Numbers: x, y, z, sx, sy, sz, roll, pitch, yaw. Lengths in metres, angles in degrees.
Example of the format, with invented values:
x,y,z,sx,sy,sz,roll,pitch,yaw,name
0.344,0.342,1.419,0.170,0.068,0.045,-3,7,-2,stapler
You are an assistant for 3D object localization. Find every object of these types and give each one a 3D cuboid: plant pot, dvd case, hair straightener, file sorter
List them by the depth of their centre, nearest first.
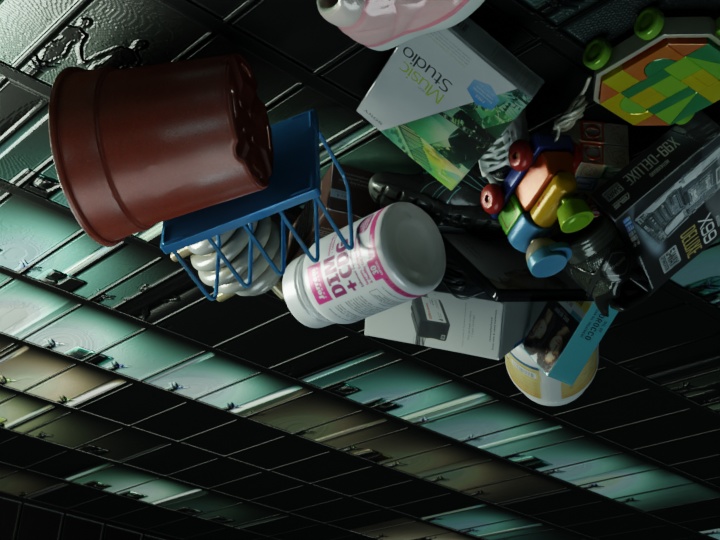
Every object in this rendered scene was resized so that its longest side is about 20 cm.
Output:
x,y,z,sx,sy,sz,roll,pitch,yaw,name
-0.207,-0.144,1.287,0.192,0.204,0.201,-11,151,11,plant pot
-0.117,-0.071,1.383,0.197,0.140,0.123,-20,134,16,file sorter
0.208,-0.004,1.456,0.197,0.143,0.018,1,119,-33,dvd case
0.099,-0.007,1.519,0.198,0.078,0.041,27,174,30,hair straightener

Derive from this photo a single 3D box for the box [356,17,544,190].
x,y,z,sx,sy,sz,roll,pitch,yaw,name
0.089,-0.184,1.241,0.144,0.036,0.200,39,150,0,box

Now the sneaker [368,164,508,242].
x,y,z,sx,sy,sz,roll,pitch,yaw,name
0.107,-0.094,1.446,0.197,0.080,0.076,15,159,-7,sneaker

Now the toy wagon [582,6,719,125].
x,y,z,sx,sy,sz,roll,pitch,yaw,name
0.333,-0.215,1.205,0.154,0.040,0.199,23,149,-32,toy wagon

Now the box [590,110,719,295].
x,y,z,sx,sy,sz,roll,pitch,yaw,name
0.365,-0.076,1.376,0.157,0.050,0.200,-39,144,2,box

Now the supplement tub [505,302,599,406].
x,y,z,sx,sy,sz,roll,pitch,yaw,name
0.282,0.108,1.737,0.142,0.147,0.201,-1,153,10,supplement tub

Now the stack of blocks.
x,y,z,sx,sy,sz,roll,pitch,yaw,name
0.273,-0.100,1.422,0.113,0.059,0.201,5,153,0,stack of blocks

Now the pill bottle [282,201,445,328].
x,y,z,sx,sy,sz,roll,pitch,yaw,name
0.000,0.000,1.444,0.112,0.115,0.199,25,147,-35,pill bottle

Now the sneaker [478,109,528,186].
x,y,z,sx,sy,sz,roll,pitch,yaw,name
0.153,-0.156,1.309,0.075,0.082,0.200,-4,151,20,sneaker

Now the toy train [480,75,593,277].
x,y,z,sx,sy,sz,roll,pitch,yaw,name
0.215,-0.094,1.253,0.083,0.117,0.201,-2,143,-29,toy train

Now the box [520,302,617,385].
x,y,z,sx,sy,sz,roll,pitch,yaw,name
0.296,0.044,1.555,0.049,0.082,0.202,21,106,-30,box

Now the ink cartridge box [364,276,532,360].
x,y,z,sx,sy,sz,roll,pitch,yaw,name
0.122,0.052,1.604,0.197,0.085,0.145,9,-166,23,ink cartridge box

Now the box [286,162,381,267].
x,y,z,sx,sy,sz,roll,pitch,yaw,name
-0.026,-0.056,1.546,0.099,0.076,0.200,13,154,-16,box

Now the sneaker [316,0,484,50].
x,y,z,sx,sy,sz,roll,pitch,yaw,name
0.038,-0.273,1.098,0.104,0.077,0.199,19,155,-38,sneaker

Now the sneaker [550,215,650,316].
x,y,z,sx,sy,sz,roll,pitch,yaw,name
0.270,0.000,1.377,0.115,0.076,0.199,55,170,-5,sneaker

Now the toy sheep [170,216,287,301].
x,y,z,sx,sy,sz,roll,pitch,yaw,name
-0.165,-0.028,1.555,0.137,0.139,0.200,-18,133,38,toy sheep

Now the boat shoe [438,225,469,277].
x,y,z,sx,sy,sz,roll,pitch,yaw,name
0.157,-0.032,1.573,0.197,0.073,0.068,5,156,15,boat shoe
